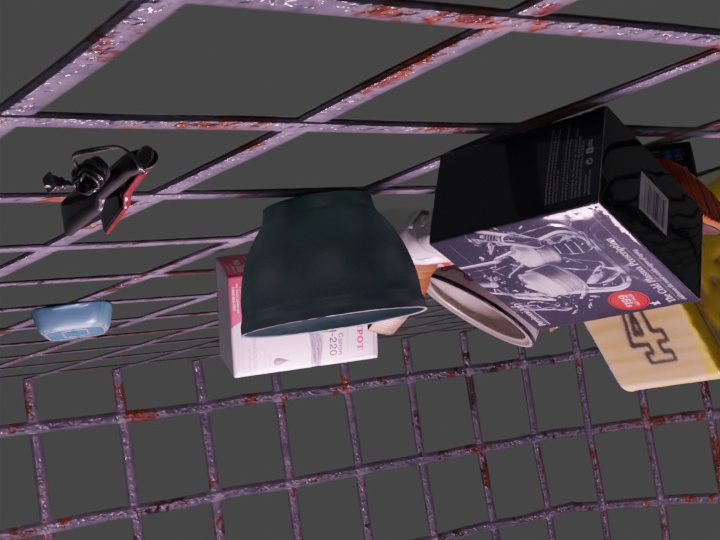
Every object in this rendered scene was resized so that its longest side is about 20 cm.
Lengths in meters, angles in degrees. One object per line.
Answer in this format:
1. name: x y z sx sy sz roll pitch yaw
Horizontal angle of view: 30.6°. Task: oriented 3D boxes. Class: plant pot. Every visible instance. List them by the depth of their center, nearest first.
1. plant pot: -0.037 -0.009 1.399 0.200 0.135 0.200 -8 174 -1

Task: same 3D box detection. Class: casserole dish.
1. casserole dish: -0.446 0.081 2.049 0.121 0.039 0.200 -8 172 -10

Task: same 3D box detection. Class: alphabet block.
1. alphabet block: 0.393 0.012 1.598 0.195 0.197 0.200 -34 -175 -26

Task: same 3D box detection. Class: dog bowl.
1. dog bowl: 0.185 0.031 1.935 0.200 0.074 0.200 31 171 6

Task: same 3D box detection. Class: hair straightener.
1. hair straightener: -0.220 -0.065 1.084 0.077 0.041 0.200 -6 173 -26

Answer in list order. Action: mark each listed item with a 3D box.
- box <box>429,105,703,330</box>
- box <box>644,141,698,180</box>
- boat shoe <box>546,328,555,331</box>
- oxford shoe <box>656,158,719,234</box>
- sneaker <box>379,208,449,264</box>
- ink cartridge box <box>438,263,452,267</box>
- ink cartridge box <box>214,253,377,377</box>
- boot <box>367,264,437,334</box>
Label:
1. box: 0.198 -0.041 1.246 0.182 0.104 0.200 -13 145 38
2. box: 0.249 -0.092 1.452 0.199 0.049 0.160 -8 172 -8
3. boat shoe: 0.250 0.001 1.792 0.066 0.200 0.074 -28 132 8
4. oxford shoe: 0.293 -0.072 1.352 0.200 0.071 0.073 19 130 -24
5. sneaker: 0.099 -0.049 1.482 0.200 0.075 0.089 16 144 28
6. ink cartridge box: 0.119 -0.035 1.742 0.199 0.050 0.109 -11 174 7
7. ink cartridge box: -0.082 0.050 1.727 0.200 0.146 0.085 -8 -159 -17
8. boot: 0.000 0.000 1.629 0.200 0.074 0.155 6 129 -35
